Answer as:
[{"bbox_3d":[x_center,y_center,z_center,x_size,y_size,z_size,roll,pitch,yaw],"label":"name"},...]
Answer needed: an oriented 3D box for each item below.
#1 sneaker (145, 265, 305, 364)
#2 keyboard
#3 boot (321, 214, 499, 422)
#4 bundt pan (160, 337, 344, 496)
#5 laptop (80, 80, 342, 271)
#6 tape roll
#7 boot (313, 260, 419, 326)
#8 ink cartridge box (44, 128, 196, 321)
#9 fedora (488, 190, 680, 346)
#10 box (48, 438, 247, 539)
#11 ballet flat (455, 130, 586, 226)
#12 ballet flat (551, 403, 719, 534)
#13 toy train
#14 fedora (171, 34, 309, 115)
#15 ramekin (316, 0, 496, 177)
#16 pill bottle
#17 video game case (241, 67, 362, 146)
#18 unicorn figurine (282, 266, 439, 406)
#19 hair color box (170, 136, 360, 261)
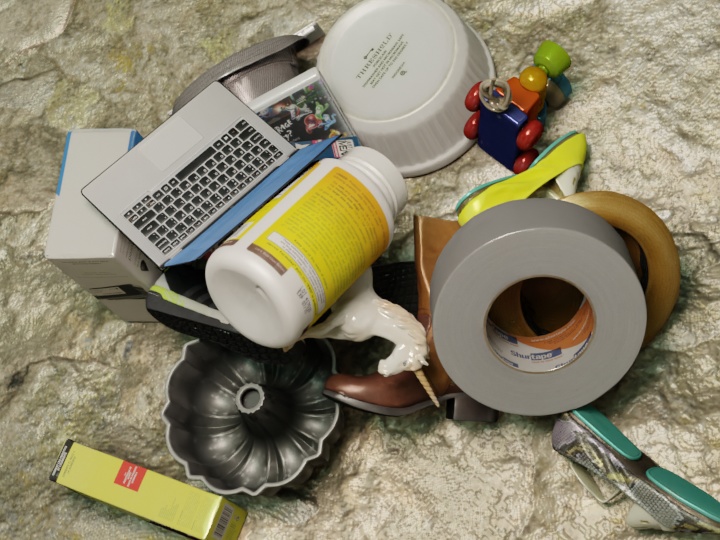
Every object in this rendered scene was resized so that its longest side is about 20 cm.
[{"bbox_3d":[-0.134,0.030,1.574,0.199,0.072,0.083,18,69,28],"label":"sneaker"},{"bbox_3d":[-0.130,-0.226,1.770,0.199,0.056,0.011,-31,87,6],"label":"keyboard"},{"bbox_3d":[0.058,0.044,1.529,0.186,0.068,0.202,4,86,-6],"label":"boot"},{"bbox_3d":[-0.101,0.143,1.599,0.200,0.076,0.204,-7,66,16],"label":"bundt pan"},{"bbox_3d":[-0.147,-0.101,1.487,0.187,0.116,0.200,-41,68,-18],"label":"laptop"},{"bbox_3d":[0.164,0.035,1.448,0.199,0.201,0.066,-21,28,11],"label":"tape roll"},{"bbox_3d":[0.000,0.000,1.617,0.198,0.070,0.132,0,24,-16],"label":"boot"},{"bbox_3d":[-0.247,-0.044,1.659,0.083,0.200,0.146,0,69,17],"label":"ink cartridge box"},{"bbox_3d":[0.214,0.001,1.515,0.199,0.202,0.082,-21,27,10],"label":"fedora"},{"bbox_3d":[-0.221,0.234,1.609,0.199,0.075,0.050,17,75,26],"label":"box"},{"bbox_3d":[0.177,-0.076,1.560,0.199,0.067,0.067,-30,70,-38],"label":"ballet flat"},{"bbox_3d":[0.259,0.202,1.461,0.200,0.072,0.072,38,85,28],"label":"ballet flat"},{"bbox_3d":[0.170,-0.187,1.566,0.084,0.200,0.116,38,77,14],"label":"toy train"},{"bbox_3d":[-0.115,-0.179,1.695,0.176,0.200,0.091,-30,87,-1],"label":"fedora"},{"bbox_3d":[0.043,-0.210,1.679,0.201,0.094,0.204,-7,68,17],"label":"ramekin"},{"bbox_3d":[-0.043,-0.028,1.425,0.109,0.110,0.200,26,52,26],"label":"pill bottle"},{"bbox_3d":[-0.091,-0.096,1.643,0.199,0.182,0.023,-27,31,8],"label":"video game case"},{"bbox_3d":[-0.012,0.038,1.473,0.136,0.074,0.201,-11,59,-3],"label":"unicorn figurine"},{"bbox_3d":[-0.094,-0.074,1.605,0.198,0.101,0.061,-7,29,-5],"label":"hair color box"}]
